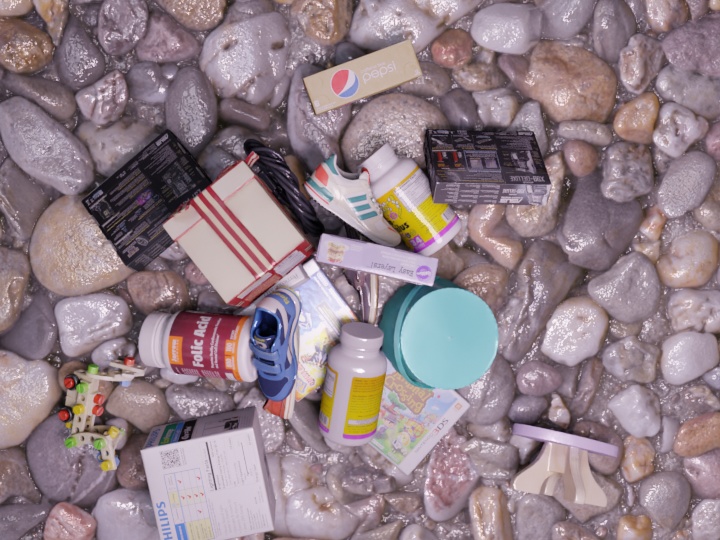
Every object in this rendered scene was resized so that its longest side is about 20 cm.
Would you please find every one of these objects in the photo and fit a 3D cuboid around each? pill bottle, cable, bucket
[{"bbox_3d":[0.082,-0.127,1.514,0.104,0.104,0.200,-39,98,1],"label":"pill bottle"},{"bbox_3d":[-0.122,-0.142,1.456,0.051,0.163,0.200,-36,84,-10],"label":"cable"},{"bbox_3d":[0.139,0.114,1.522,0.207,0.135,0.207,0,91,-10],"label":"bucket"},{"bbox_3d":[-0.011,0.197,1.500,0.104,0.104,0.200,7,109,-6],"label":"pill bottle"},{"bbox_3d":[-0.273,0.128,1.492,0.200,0.114,0.114,4,97,13],"label":"pill bottle"}]

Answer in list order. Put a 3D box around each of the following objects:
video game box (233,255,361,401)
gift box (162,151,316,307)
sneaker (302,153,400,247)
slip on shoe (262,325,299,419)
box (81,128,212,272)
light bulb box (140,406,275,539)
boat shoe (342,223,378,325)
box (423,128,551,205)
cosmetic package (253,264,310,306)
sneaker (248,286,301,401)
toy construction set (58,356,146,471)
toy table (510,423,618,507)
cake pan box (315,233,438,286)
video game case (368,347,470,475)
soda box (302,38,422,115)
[{"bbox_3d":[-0.101,0.106,1.559,0.182,0.047,0.200,-36,99,3],"label":"video game box"},{"bbox_3d":[-0.190,-0.068,1.367,0.184,0.200,0.187,-39,83,-5],"label":"gift box"},{"bbox_3d":[0.004,-0.118,1.448,0.200,0.070,0.093,34,99,-17],"label":"sneaker"},{"bbox_3d":[-0.139,0.164,1.508,0.061,0.074,0.200,6,102,-2],"label":"slip on shoe"},{"bbox_3d":[-0.357,-0.121,1.473,0.200,0.044,0.160,-40,70,1],"label":"box"},{"bbox_3d":[-0.268,0.371,1.538,0.200,0.125,0.198,-10,99,-3],"label":"light bulb box"},{"bbox_3d":[0.000,0.000,1.543,0.065,0.072,0.200,-2,94,1],"label":"boat shoe"},{"bbox_3d":[0.217,-0.181,1.493,0.200,0.158,0.050,0,134,-5],"label":"box"},{"bbox_3d":[-0.184,-0.044,1.496,0.101,0.071,0.200,-32,85,2],"label":"cosmetic package"},{"bbox_3d":[-0.150,0.129,1.431,0.074,0.082,0.200,10,107,24],"label":"sneaker"},{"bbox_3d":[-0.461,0.243,1.522,0.131,0.092,0.200,17,88,18],"label":"toy construction set"},{"bbox_3d":[0.369,0.360,1.577,0.200,0.184,0.117,11,79,2],"label":"toy table"},{"bbox_3d":[0.026,-0.017,1.420,0.200,0.184,0.052,12,91,-4],"label":"cake pan box"},{"bbox_3d":[0.074,0.255,1.604,0.200,0.022,0.182,41,92,-8],"label":"video game case"},{"bbox_3d":[0.003,-0.336,1.500,0.200,0.064,0.068,-20,98,-1],"label":"soda box"}]
